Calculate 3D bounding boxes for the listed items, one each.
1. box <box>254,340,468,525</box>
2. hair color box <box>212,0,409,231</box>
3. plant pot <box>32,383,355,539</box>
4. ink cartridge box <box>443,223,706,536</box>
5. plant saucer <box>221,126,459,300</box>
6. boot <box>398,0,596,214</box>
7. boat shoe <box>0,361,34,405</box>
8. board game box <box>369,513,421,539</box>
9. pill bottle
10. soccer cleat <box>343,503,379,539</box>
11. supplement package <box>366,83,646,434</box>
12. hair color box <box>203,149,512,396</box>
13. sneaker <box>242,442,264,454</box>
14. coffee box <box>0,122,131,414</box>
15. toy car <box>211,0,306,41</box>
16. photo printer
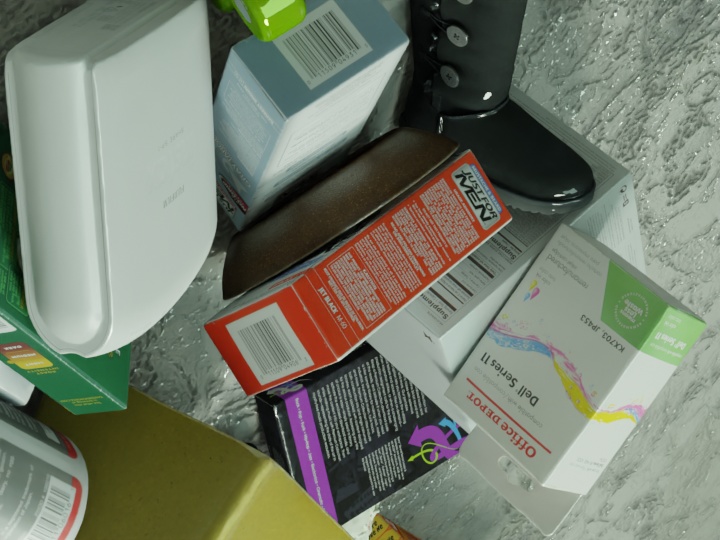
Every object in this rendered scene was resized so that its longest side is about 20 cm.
[{"bbox_3d":[0.012,0.124,1.520,0.200,0.036,0.143,-27,121,-27],"label":"box"},{"bbox_3d":[-0.043,-0.106,1.163,0.099,0.061,0.200,-35,172,-20],"label":"hair color box"},{"bbox_3d":[-0.151,0.213,1.267,0.200,0.195,0.194,-59,149,-14],"label":"plant pot"},{"bbox_3d":[0.144,0.083,1.317,0.067,0.117,0.200,20,107,-53],"label":"ink cartridge box"},{"bbox_3d":[-0.023,-0.048,1.265,0.200,0.037,0.200,-34,-174,4],"label":"plant saucer"},{"bbox_3d":[0.105,-0.151,1.281,0.066,0.164,0.201,-48,154,-44],"label":"boot"},{"bbox_3d":[-0.256,0.020,1.112,0.200,0.072,0.068,44,63,-55],"label":"boat shoe"},{"bbox_3d":[0.051,0.391,1.723,0.200,0.200,0.200,-49,147,0],"label":"board game box"},{"bbox_3d":[-0.277,0.120,1.135,0.114,0.114,0.200,-50,137,2],"label":"pill bottle"},{"bbox_3d":[-0.011,0.220,1.589,0.200,0.078,0.069,-52,147,5],"label":"soccer cleat"},{"bbox_3d":[0.099,-0.012,1.416,0.200,0.151,0.152,-40,146,-13],"label":"supplement package"},{"bbox_3d":[0.000,0.000,1.228,0.200,0.064,0.111,-36,-173,-40],"label":"hair color box"},{"bbox_3d":[-0.156,0.209,1.437,0.200,0.076,0.088,-34,120,-15],"label":"sneaker"},{"bbox_3d":[-0.203,0.000,1.111,0.044,0.123,0.200,-10,153,18],"label":"coffee box"},{"bbox_3d":[-0.048,-0.266,1.038,0.164,0.158,0.200,-34,119,-8],"label":"toy car"},{"bbox_3d":[-0.144,-0.057,1.072,0.166,0.069,0.201,-50,144,-59],"label":"photo printer"}]
